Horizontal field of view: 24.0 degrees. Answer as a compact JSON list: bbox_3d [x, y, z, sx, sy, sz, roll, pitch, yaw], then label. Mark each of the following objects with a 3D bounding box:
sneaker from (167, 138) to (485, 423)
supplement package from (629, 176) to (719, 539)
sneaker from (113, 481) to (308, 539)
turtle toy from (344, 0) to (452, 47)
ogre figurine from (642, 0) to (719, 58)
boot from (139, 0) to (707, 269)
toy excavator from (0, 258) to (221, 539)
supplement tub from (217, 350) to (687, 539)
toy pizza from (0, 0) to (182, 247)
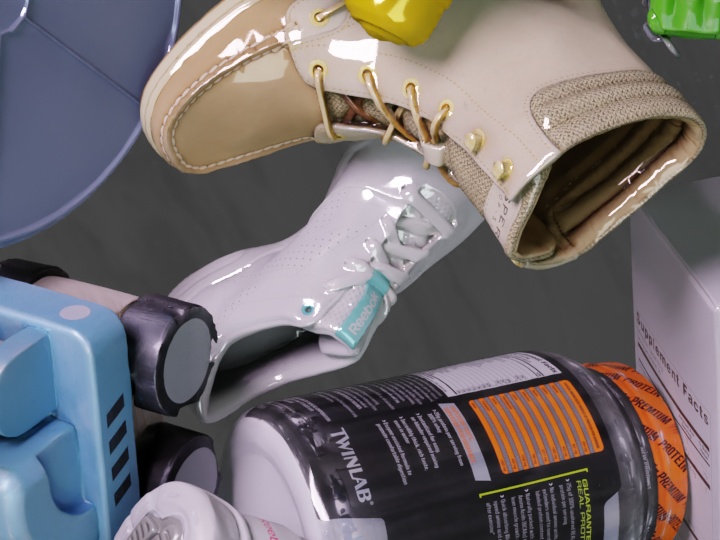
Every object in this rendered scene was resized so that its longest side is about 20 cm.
[{"bbox_3d":[0.000,0.000,0.752,0.200,0.089,0.075,-39,117,9],"label":"sneaker"},{"bbox_3d":[0.205,0.064,0.810,0.120,0.120,0.201,-11,119,-7],"label":"supplement package"},{"bbox_3d":[-0.080,0.175,0.691,0.099,0.078,0.200,20,124,-32],"label":"sneaker"},{"bbox_3d":[-0.020,-0.182,0.625,0.199,0.101,0.146,28,94,16],"label":"turtle toy"},{"bbox_3d":[0.205,-0.129,0.709,0.199,0.120,0.099,-19,124,0],"label":"ogre figurine"},{"bbox_3d":[0.020,-0.059,0.679,0.199,0.156,0.073,-23,142,-5],"label":"boot"},{"bbox_3d":[-0.149,0.057,0.651,0.099,0.200,0.196,13,121,25],"label":"toy excavator"},{"bbox_3d":[0.044,0.105,0.780,0.199,0.122,0.123,-8,121,-28],"label":"supplement tub"},{"bbox_3d":[-0.147,-0.106,0.650,0.200,0.032,0.202,-24,122,-45],"label":"toy pizza"}]
